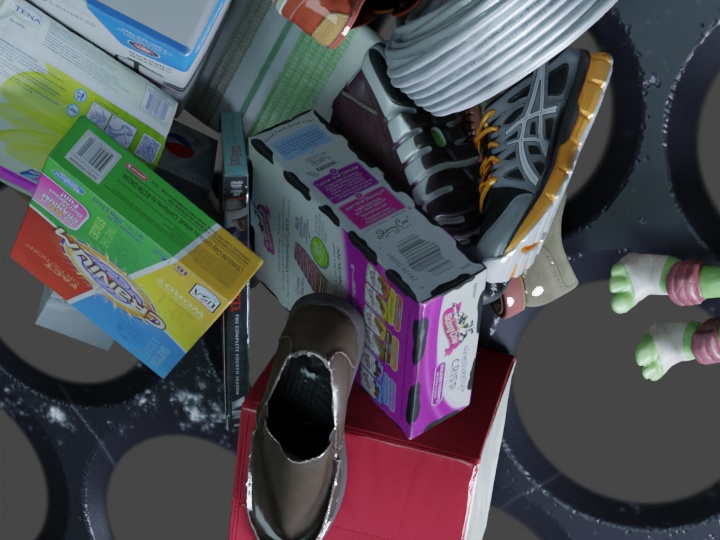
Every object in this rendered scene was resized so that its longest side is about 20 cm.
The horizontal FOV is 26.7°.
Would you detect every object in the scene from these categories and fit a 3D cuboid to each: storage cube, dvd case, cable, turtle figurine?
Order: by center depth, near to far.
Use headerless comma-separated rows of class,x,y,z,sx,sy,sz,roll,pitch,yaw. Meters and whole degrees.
cable,0.101,-0.180,0.993,0.199,0.201,0.069,-33,106,31
turtle figurine,0.265,0.048,1.042,0.192,0.143,0.202,-3,68,41
dvd case,-0.096,-0.002,1.151,0.022,0.146,0.202,-2,113,-6
storage cube,0.009,0.157,1.176,0.178,0.200,0.173,12,115,10

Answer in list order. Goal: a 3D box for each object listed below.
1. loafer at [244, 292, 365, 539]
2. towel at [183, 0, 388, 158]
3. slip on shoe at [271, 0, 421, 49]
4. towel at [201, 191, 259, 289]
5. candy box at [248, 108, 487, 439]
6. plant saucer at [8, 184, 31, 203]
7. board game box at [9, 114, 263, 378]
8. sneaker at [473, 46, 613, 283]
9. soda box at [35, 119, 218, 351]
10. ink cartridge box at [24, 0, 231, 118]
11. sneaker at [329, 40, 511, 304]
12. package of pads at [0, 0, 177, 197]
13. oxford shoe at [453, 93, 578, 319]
loafer,-0.047,0.115,1.030,0.072,0.071,0.202,12,115,10
towel,-0.063,-0.156,1.172,0.199,0.031,0.150,38,118,6
slip on shoe,0.022,-0.200,1.011,0.061,0.200,0.074,50,138,4
towel,-0.179,-0.047,1.255,0.132,0.034,0.201,-28,100,29
candy box,0.000,0.000,1.060,0.200,0.061,0.137,44,147,33
plant saucer,-0.240,-0.141,1.217,0.198,0.029,0.203,5,101,26
board game box,-0.163,-0.009,1.063,0.153,0.040,0.200,39,153,-4
sneaker,0.110,-0.078,1.044,0.076,0.201,0.079,22,148,3
soda box,-0.185,-0.029,1.186,0.068,0.064,0.200,23,129,-19
ink cartridge box,-0.169,-0.190,1.055,0.145,0.200,0.085,26,80,-5
sneaker,0.034,-0.054,1.094,0.115,0.075,0.202,-36,70,48
package of pads,-0.242,-0.120,1.081,0.154,0.069,0.199,31,158,-31
oxford shoe,0.111,-0.071,1.126,0.074,0.070,0.202,-15,100,-11
